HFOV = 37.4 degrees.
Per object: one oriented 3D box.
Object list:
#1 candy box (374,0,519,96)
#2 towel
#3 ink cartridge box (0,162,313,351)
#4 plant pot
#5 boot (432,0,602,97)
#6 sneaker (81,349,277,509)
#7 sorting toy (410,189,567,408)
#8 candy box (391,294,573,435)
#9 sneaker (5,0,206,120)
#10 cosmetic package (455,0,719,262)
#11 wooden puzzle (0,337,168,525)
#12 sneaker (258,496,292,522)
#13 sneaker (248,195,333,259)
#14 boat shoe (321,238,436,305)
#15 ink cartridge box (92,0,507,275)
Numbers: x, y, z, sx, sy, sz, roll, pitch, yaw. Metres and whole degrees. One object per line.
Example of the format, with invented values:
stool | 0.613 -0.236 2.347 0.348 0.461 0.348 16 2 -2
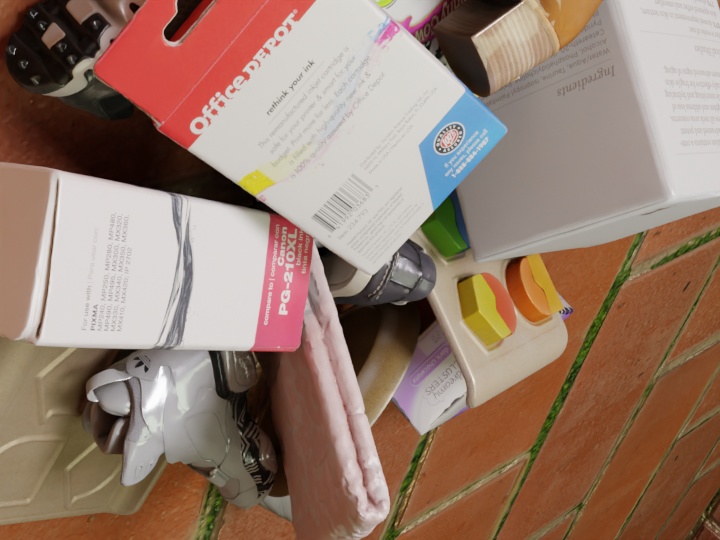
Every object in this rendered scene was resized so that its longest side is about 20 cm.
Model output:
candy box | 0.026 -0.195 0.641 0.136 0.061 0.201 -28 124 -31
towel | -0.037 0.094 0.720 0.032 0.192 0.200 -12 161 -15
ink cartridge box | -0.144 -0.006 0.596 0.199 0.144 0.085 8 90 -56
plant pot | -0.029 0.097 0.889 0.027 0.200 0.200 39 92 -18
boot | 0.091 -0.215 0.590 0.155 0.074 0.201 -41 137 -14
sneaker | -0.129 0.117 0.758 0.114 0.075 0.201 -28 137 -24
sorting toy | 0.101 -0.008 0.854 0.036 0.201 0.185 -23 176 33
candy box | 0.118 0.071 1.048 0.168 0.072 0.200 -44 167 11
sneaker | -0.097 -0.158 0.584 0.200 0.067 0.090 -43 154 2
cosmetic package | 0.166 -0.127 0.773 0.166 0.201 0.167 -19 173 41
wooden puzzle | -0.206 0.100 0.759 0.199 0.046 0.186 13 114 -52
sneaker | -0.027 0.148 0.976 0.092 0.076 0.200 40 104 -19
sneaker | -0.052 -0.071 0.695 0.200 0.070 0.100 55 36 -62
boat shoe | 0.000 0.000 0.787 0.062 0.200 0.073 19 86 -15
ink cartridge box | -0.032 -0.099 0.560 0.116 0.067 0.200 -46 126 12
